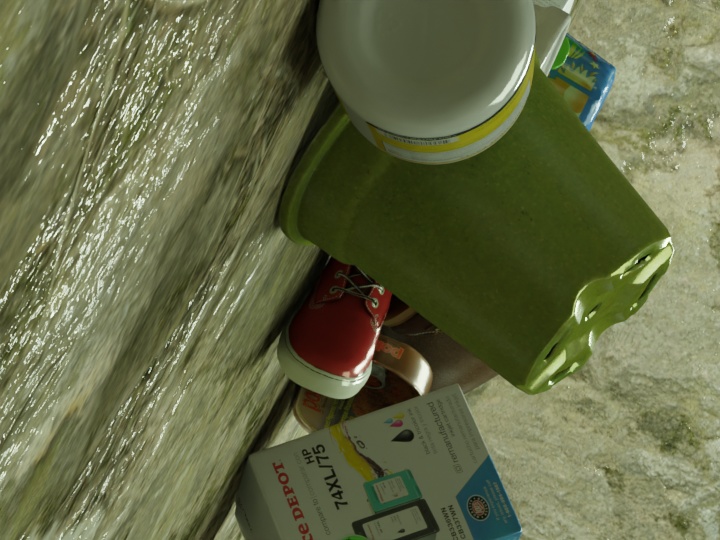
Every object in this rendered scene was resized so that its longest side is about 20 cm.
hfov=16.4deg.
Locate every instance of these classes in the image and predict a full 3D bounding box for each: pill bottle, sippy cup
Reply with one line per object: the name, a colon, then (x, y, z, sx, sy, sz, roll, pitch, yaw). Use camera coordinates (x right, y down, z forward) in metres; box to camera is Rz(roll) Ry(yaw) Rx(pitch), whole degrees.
pill bottle: (0.038, -0.116, 1.331, 0.113, 0.112, 0.200, -63, 176, -1)
sippy cup: (0.151, -0.165, 2.215, 0.140, 0.130, 0.178, -65, 174, 19)

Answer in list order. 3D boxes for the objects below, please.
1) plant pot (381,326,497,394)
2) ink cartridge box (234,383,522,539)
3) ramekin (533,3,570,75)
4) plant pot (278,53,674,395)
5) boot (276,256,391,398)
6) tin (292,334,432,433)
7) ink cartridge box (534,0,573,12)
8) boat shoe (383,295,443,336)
plant pot: (0.064, 0.048, 2.308, 0.200, 0.187, 0.187, -49, -176, 35)
ink cartridge box: (0.011, 0.216, 2.142, 0.199, 0.147, 0.146, -18, 159, -16)
ramekin: (0.066, -0.113, 1.781, 0.203, 0.094, 0.202, -62, 175, -9)
plant pot: (0.084, -0.032, 1.517, 0.200, 0.184, 0.201, -41, 164, -15)
boot: (0.000, 0.000, 1.861, 0.200, 0.072, 0.145, -72, -174, -65)
tin: (0.001, 0.109, 2.223, 0.200, 0.111, 0.042, 110, -3, -62)
ink cartridge box: (0.152, -0.203, 2.586, 0.200, 0.057, 0.163, -54, 174, -11)
boat shoe: (0.078, 0.018, 1.895, 0.071, 0.070, 0.200, -60, -167, -23)
